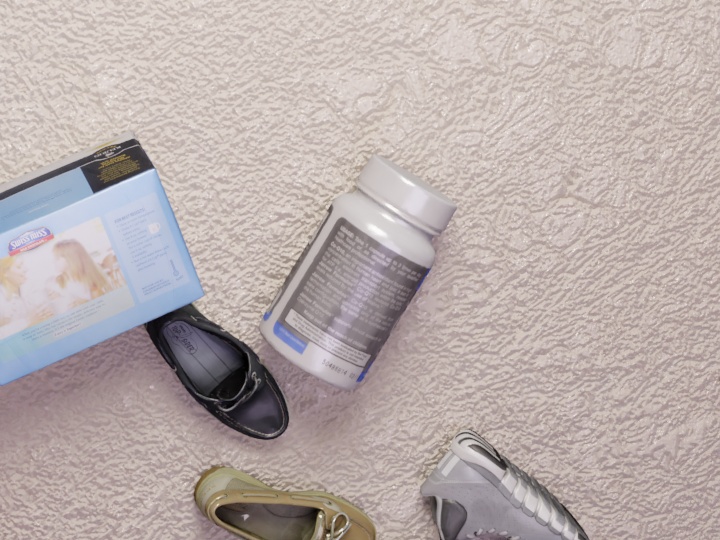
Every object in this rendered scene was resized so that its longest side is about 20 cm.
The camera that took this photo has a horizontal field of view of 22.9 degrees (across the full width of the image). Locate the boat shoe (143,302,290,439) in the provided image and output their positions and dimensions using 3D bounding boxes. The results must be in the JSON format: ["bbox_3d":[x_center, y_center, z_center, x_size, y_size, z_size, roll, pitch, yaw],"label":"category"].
[{"bbox_3d":[-0.131,0.098,1.683,0.074,0.066,0.200,-37,116,-3],"label":"boat shoe"}]

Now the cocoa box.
[{"bbox_3d":[-0.258,-0.014,1.566,0.198,0.131,0.135,-24,114,-9],"label":"cocoa box"}]

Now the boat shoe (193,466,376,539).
[{"bbox_3d":[-0.069,0.252,1.760,0.199,0.063,0.074,25,100,-24],"label":"boat shoe"}]

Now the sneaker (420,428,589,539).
[{"bbox_3d":[0.140,0.261,1.836,0.200,0.075,0.116,41,98,-16],"label":"sneaker"}]

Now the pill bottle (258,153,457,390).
[{"bbox_3d":[0.000,0.000,1.666,0.113,0.114,0.201,29,99,-25],"label":"pill bottle"}]
